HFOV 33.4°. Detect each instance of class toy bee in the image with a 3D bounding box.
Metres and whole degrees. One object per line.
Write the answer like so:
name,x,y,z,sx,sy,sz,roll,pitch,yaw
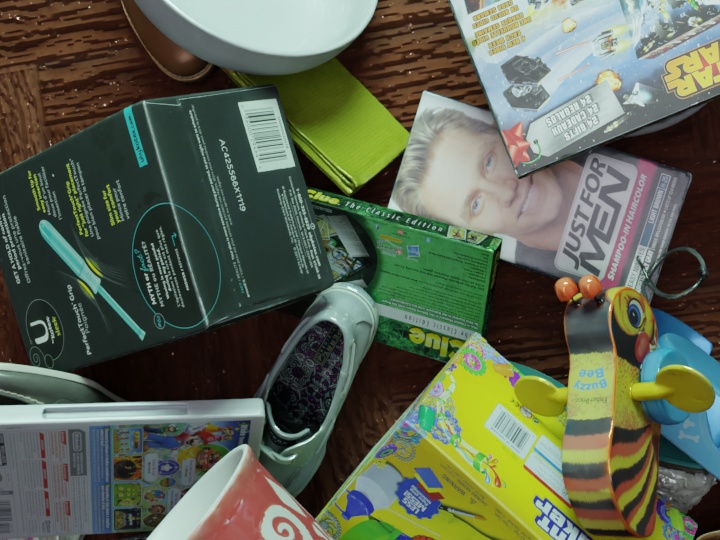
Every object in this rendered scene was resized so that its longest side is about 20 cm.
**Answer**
toy bee,0.150,0.057,0.748,0.130,0.201,0.108,-30,132,30

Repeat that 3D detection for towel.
towel,-0.050,-0.148,0.884,0.200,0.018,0.086,46,54,3

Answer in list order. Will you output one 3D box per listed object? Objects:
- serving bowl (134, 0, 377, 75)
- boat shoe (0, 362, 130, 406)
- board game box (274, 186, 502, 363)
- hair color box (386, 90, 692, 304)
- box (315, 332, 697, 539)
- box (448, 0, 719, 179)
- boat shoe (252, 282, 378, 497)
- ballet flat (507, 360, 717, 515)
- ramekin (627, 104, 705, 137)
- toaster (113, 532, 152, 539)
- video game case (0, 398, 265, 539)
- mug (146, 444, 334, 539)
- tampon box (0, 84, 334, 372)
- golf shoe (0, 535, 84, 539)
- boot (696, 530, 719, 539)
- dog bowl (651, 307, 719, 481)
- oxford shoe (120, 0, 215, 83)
serving bowl,-0.088,-0.215,0.852,0.200,0.200,0.066,46,140,4
boat shoe,-0.203,0.113,0.858,0.066,0.200,0.058,-9,67,30
board game box,0.000,0.000,0.871,0.198,0.023,0.106,16,121,16
hair color box,0.126,-0.052,0.868,0.198,0.061,0.101,18,95,8
box,0.082,0.191,0.819,0.200,0.122,0.193,40,127,5
box,0.167,-0.159,0.762,0.198,0.040,0.138,-21,88,9
boat shoe,-0.051,0.101,0.877,0.070,0.072,0.202,29,114,8
ballet flat,0.158,0.129,0.873,0.198,0.072,0.072,21,95,8
ramekin,0.180,-0.195,0.831,0.198,0.105,0.202,0,93,9
toaster,-0.128,0.259,0.865,0.199,0.113,0.131,-10,85,53
video game case,-0.172,0.141,0.842,0.198,0.018,0.144,0,137,-12
mug,-0.056,0.237,0.759,0.200,0.134,0.177,43,120,-6
tampon box,-0.145,-0.024,0.837,0.199,0.126,0.151,-17,90,41
golf shoe,-0.240,0.184,0.919,0.075,0.092,0.202,15,93,9
boot,0.223,0.246,0.829,0.198,0.074,0.156,-7,127,-3
dog bowl,0.260,0.108,0.835,0.199,0.111,0.050,38,110,5
oxford shoe,-0.161,-0.237,0.898,0.071,0.071,0.202,-20,92,6
